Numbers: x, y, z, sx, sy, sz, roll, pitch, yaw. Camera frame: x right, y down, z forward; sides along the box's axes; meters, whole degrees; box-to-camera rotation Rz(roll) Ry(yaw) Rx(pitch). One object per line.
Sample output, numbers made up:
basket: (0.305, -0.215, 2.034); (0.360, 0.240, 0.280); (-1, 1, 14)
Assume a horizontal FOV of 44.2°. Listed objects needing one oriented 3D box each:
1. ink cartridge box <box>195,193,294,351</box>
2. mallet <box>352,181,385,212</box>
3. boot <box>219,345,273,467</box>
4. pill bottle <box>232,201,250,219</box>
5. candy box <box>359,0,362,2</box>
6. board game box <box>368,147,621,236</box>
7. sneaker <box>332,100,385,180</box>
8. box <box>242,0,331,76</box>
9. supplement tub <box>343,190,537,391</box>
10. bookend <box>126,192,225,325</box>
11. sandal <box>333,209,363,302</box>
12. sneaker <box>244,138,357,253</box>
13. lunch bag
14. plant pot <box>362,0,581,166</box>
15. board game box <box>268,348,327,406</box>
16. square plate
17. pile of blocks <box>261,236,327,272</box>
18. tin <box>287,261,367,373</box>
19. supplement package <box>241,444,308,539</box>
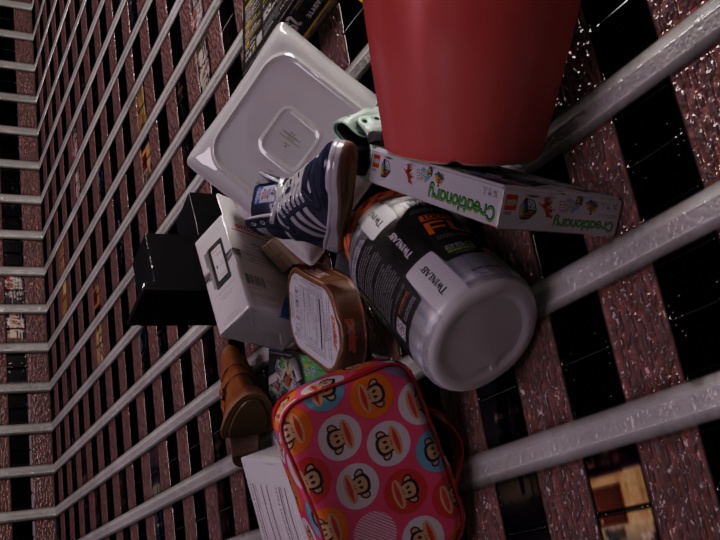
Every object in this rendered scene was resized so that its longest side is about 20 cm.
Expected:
ink cartridge box: (-0.154, 0.002, 1.217); (0.068, 0.115, 0.202); (-40, 51, 26)
mallet: (-0.021, -0.129, 1.089); (0.200, 0.040, 0.067); (-127, 44, -53)
boot: (-0.174, 0.173, 1.273); (0.201, 0.072, 0.157); (108, 155, -52)
pill bottle: (-0.108, -0.135, 1.132); (0.200, 0.114, 0.118); (128, 136, -66)
candy box: (0.058, -0.308, 0.940); (0.103, 0.026, 0.200); (-61, 38, 18)
board game box: (0.108, -0.070, 0.765); (0.199, 0.124, 0.035); (29, 113, 57)
sneaker: (0.025, -0.179, 0.923); (0.074, 0.116, 0.203); (-45, 50, 52)
box: (-0.098, -0.371, 1.178); (0.200, 0.049, 0.162); (-42, 42, 46)
supplement tub: (0.066, 0.010, 0.840); (0.200, 0.121, 0.124); (48, 129, 49)
bookend: (-0.256, -0.025, 1.329); (0.092, 0.197, 0.201); (-53, 46, 44)
sandal: (0.000, 0.000, 1.042); (0.201, 0.042, 0.077); (111, 147, -49)
sneaker: (-0.062, -0.077, 0.886); (0.200, 0.107, 0.071); (99, -174, -70)
lunch bag: (0.018, 0.191, 0.867); (0.082, 0.174, 0.203); (167, 84, -75)
plant pot: (0.091, -0.190, 0.755); (0.200, 0.197, 0.181); (29, 122, 57)
board game box: (-0.073, 0.162, 1.176); (0.199, 0.023, 0.107); (1, 89, 60)
square plate: (-0.074, -0.144, 0.998); (0.199, 0.028, 0.199); (38, 97, 9)
pile of blocks: (-0.066, -0.042, 1.153); (0.062, 0.082, 0.200); (47, 160, -10)
tin: (-0.044, 0.057, 1.063); (0.200, 0.041, 0.114); (-156, 58, -66)
supplement package: (-0.039, 0.249, 1.006); (0.199, 0.112, 0.111); (-17, 89, 60)
